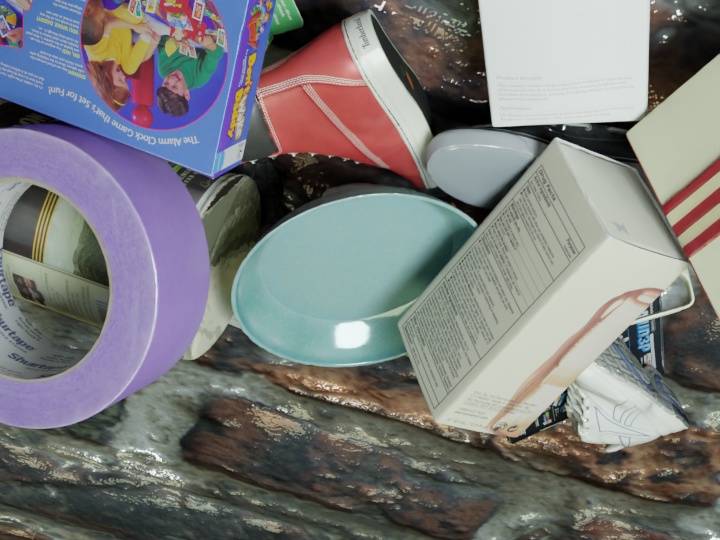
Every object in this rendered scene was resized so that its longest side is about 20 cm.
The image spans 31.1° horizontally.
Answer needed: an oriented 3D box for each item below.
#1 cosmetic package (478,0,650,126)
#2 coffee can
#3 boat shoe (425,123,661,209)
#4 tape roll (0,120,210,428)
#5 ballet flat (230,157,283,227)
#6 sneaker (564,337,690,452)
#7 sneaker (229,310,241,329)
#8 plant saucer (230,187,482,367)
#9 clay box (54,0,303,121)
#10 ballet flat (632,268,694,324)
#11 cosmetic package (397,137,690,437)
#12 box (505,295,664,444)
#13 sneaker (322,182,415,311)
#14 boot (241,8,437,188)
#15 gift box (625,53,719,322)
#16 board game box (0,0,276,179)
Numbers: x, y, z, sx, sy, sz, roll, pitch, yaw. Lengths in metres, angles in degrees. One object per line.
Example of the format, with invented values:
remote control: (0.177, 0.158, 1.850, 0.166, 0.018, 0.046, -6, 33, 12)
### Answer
cosmetic package: (0.131, -0.191, 0.838, 0.112, 0.081, 0.200, 0, 140, 9)
coffee can: (-0.196, -0.032, 0.991, 0.199, 0.147, 0.147, 18, 144, 14)
boat shoe: (0.137, -0.088, 0.953, 0.198, 0.068, 0.074, 4, 149, -19)
tape roll: (-0.209, 0.000, 0.878, 0.199, 0.085, 0.201, 3, 100, 17)
ballet flat: (-0.105, -0.114, 1.007, 0.066, 0.057, 0.200, 13, 139, 23)
sneaker: (0.210, 0.110, 1.097, 0.087, 0.075, 0.200, -35, 139, 15)
sneaker: (-0.128, 0.013, 1.110, 0.200, 0.076, 0.114, 31, 153, 13)
plant saucer: (0.000, 0.000, 0.979, 0.199, 0.036, 0.200, -7, 140, -6)
clay box: (-0.151, -0.181, 0.898, 0.199, 0.048, 0.115, -13, 121, 25)
ballet flat: (0.241, -0.010, 0.990, 0.200, 0.072, 0.068, -36, 171, 0)
cosmetic package: (0.125, 0.018, 0.928, 0.087, 0.104, 0.200, 14, 131, -34)
box: (0.178, 0.051, 1.106, 0.158, 0.046, 0.200, -24, 139, -5)
sneaker: (-0.005, -0.010, 1.045, 0.077, 0.082, 0.200, 5, 161, -16)
boot: (-0.022, -0.099, 0.939, 0.144, 0.073, 0.200, -24, 152, 12)
gift box: (0.305, -0.070, 0.828, 0.199, 0.185, 0.187, -13, 159, -41)
board game box: (-0.161, -0.159, 0.842, 0.199, 0.045, 0.135, 21, 114, 13)
